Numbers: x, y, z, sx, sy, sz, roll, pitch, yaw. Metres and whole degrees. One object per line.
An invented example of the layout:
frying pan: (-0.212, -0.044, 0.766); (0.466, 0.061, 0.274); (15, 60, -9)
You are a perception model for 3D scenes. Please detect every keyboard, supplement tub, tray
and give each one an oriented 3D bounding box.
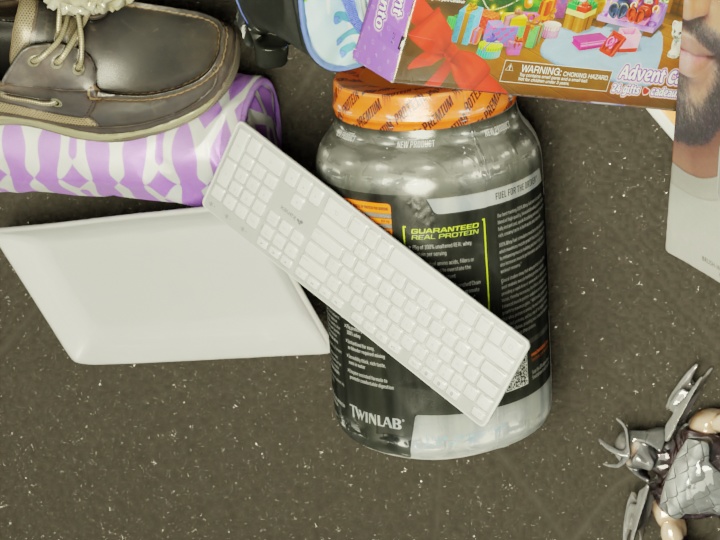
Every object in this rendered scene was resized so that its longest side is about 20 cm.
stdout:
keyboard: (0.000, 0.000, 1.127); (0.200, 0.011, 0.056); (38, 127, 20)
supplement tub: (0.040, -0.010, 1.181); (0.122, 0.123, 0.200); (3, 110, 17)
tray: (-0.112, 0.005, 1.256); (0.200, 0.022, 0.108); (-4, 128, 36)

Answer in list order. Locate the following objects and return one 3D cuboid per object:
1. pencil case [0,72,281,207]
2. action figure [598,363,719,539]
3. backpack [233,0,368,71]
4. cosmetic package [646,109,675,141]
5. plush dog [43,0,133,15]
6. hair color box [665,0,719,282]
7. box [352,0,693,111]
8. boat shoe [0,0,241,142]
pencil case: (-0.141, -0.072, 1.239); (0.200, 0.084, 0.086); (5, 138, 17)
action figure: (0.223, 0.131, 1.205); (0.200, 0.069, 0.130); (24, 120, 12)
backpack: (0.038, -0.202, 1.061); (0.147, 0.200, 0.183); (31, 139, 55)
cosmetic package: (0.233, -0.069, 1.126); (0.101, 0.071, 0.200); (-40, 94, 25)
plush dog: (-0.132, -0.229, 1.167); (0.172, 0.160, 0.200); (29, 87, 21)
hair color box: (0.202, -0.083, 1.011); (0.111, 0.064, 0.200); (37, 134, 50)
box: (0.102, -0.147, 1.008); (0.039, 0.200, 0.137); (36, 118, 50)
boat shoe: (-0.165, -0.113, 1.173); (0.199, 0.073, 0.075); (-3, 70, 14)
